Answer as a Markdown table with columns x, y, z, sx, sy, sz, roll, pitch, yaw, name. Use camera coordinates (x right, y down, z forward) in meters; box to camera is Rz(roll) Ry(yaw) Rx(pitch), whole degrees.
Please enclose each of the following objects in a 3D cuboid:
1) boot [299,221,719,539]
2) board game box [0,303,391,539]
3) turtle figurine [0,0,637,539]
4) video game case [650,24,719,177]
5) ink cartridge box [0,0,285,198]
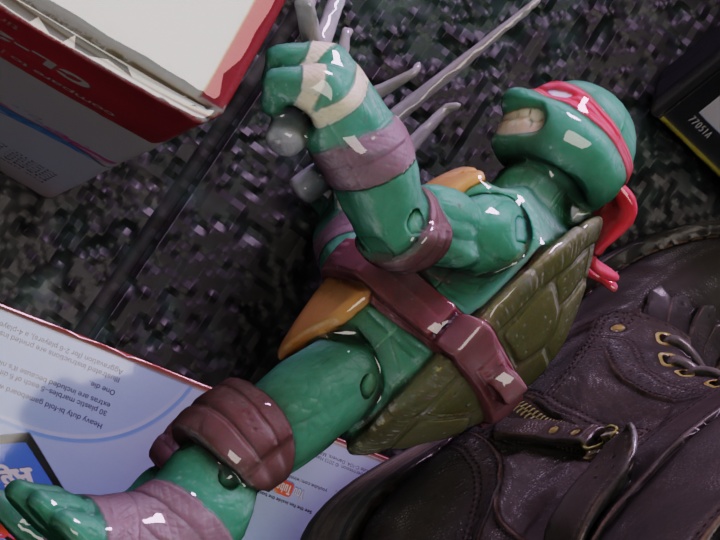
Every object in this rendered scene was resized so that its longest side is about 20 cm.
| x | y | z | sx | sy | sz | roll | pitch | yaw | name |
| --- | --- | --- | --- | --- | --- | --- | --- | --- | --- |
| 0.092 | 0.042 | 0.681 | 0.200 | 0.174 | 0.069 | -38 | 103 | -33 | boot |
| -0.064 | 0.075 | 0.724 | 0.200 | 0.019 | 0.103 | 23 | 80 | -16 | board game box |
| 0.000 | 0.000 | 0.667 | 0.101 | 0.150 | 0.200 | 39 | 75 | 13 | turtle figurine |
| 0.209 | -0.044 | 0.743 | 0.181 | 0.200 | 0.026 | 43 | 33 | -12 | video game case |
| -0.054 | -0.103 | 0.639 | 0.083 | 0.200 | 0.146 | 30 | 79 | -12 | ink cartridge box |
